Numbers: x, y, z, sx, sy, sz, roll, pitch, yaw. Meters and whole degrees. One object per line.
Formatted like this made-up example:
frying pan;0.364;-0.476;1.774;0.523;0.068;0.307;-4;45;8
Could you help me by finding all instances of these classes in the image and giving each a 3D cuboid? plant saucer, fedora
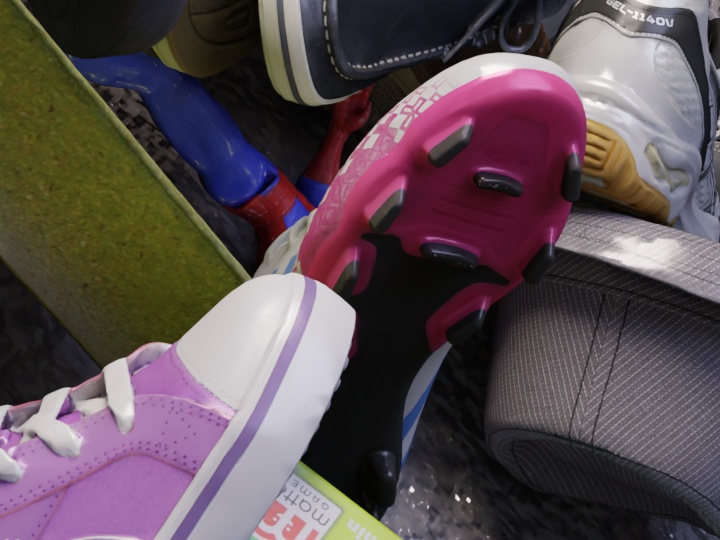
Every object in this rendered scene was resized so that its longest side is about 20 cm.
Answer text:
plant saucer;-0.111;-0.057;0.743;0.200;0.048;0.200;52;-3;-39
fedora;0.108;0.044;0.934;0.200;0.177;0.090;33;75;-71

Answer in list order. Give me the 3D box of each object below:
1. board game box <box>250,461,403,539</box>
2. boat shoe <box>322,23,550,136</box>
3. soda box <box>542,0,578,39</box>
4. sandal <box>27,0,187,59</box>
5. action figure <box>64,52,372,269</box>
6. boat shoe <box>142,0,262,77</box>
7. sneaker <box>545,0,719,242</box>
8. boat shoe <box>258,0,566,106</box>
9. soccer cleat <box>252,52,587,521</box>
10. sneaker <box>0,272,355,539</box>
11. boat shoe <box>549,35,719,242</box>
board game box;-0.039;0.148;0.691;0.102;0.048;0.200;38;50;2
boat shoe;0.015;-0.081;0.955;0.200;0.064;0.071;54;52;-53
soda box;-0.010;-0.127;0.985;0.200;0.068;0.064;13;49;-42
sandal;-0.116;-0.145;0.784;0.043;0.076;0.200;-10;51;-44
action figure;-0.026;-0.054;0.877;0.200;0.099;0.065;53;-2;-13
boat shoe;-0.038;-0.144;0.844;0.072;0.066;0.201;74;34;-52
sneaker;0.103;-0.053;0.946;0.076;0.088;0.200;21;-5;8
boat shoe;0.032;-0.105;0.845;0.200;0.062;0.075;-36;125;-52
soccer cleat;0.000;0.000;0.796;0.070;0.200;0.086;9;40;-25
sneaker;-0.099;0.055;0.640;0.114;0.200;0.073;44;2;-12
boat shoe;0.139;-0.039;1.088;0.200;0.068;0.072;40;40;-17
